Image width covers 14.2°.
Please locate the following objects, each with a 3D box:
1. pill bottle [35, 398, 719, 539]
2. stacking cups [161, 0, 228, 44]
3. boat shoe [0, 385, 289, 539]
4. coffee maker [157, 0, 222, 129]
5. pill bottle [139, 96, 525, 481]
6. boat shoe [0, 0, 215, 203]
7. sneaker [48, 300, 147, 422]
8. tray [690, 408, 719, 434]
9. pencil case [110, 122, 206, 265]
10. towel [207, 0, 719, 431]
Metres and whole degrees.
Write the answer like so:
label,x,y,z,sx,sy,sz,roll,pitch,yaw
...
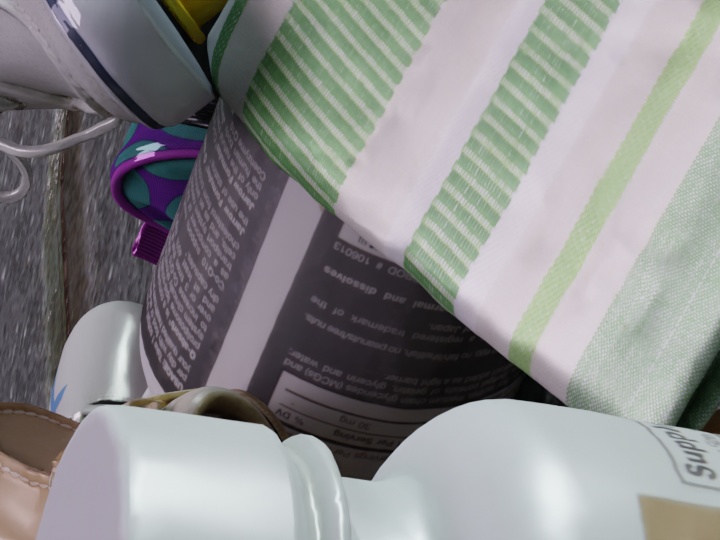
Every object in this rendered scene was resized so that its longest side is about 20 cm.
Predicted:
label,x,y,z,sx,sy,sz,roll,pitch,yaw
pill bottle,0.044,0.083,0.490,0.114,0.199,0.115,-169,90,-74
stacking cups,0.014,-0.147,0.840,0.200,0.061,0.061,-36,21,1
boat shoe,-0.042,0.066,0.801,0.199,0.074,0.070,22,111,40
coffee maker,-0.039,-0.146,0.956,0.135,0.191,0.201,-167,88,-75
pill bottle,0.000,0.000,0.857,0.117,0.116,0.201,-97,24,-48
boat shoe,-0.104,-0.066,0.817,0.086,0.075,0.202,-37,25,-3
sneaker,-0.094,0.097,1.114,0.073,0.071,0.201,93,179,-61
tray,0.063,0.103,0.718,0.200,0.037,0.099,140,138,-67
pencil case,-0.039,-0.104,1.099,0.092,0.085,0.201,-23,48,45
towel,0.048,-0.065,0.696,0.200,0.023,0.153,39,103,43
